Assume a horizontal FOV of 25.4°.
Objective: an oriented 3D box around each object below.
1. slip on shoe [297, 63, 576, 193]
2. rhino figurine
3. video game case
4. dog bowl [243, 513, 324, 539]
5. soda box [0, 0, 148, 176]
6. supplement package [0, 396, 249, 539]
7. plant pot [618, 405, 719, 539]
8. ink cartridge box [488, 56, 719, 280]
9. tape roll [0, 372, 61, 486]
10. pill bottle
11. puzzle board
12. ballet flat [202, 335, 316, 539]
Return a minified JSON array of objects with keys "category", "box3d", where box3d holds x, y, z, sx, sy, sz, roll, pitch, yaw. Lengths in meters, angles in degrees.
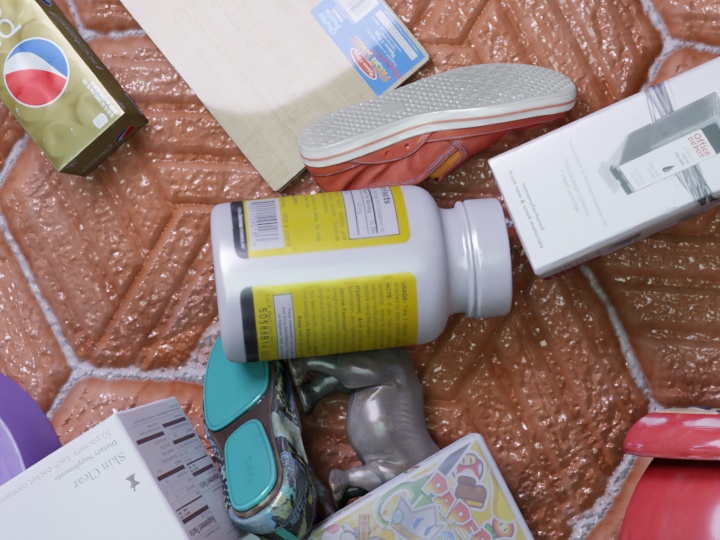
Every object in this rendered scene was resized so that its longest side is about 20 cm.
[{"category":"slip on shoe","box3d":[0.057,-0.097,1.129,0.199,0.074,0.061,-17,122,3]},{"category":"rhino figurine","box3d":[0.019,0.142,1.130,0.087,0.060,0.201,-19,89,-5]},{"category":"video game case","box3d":[0.049,0.242,1.089,0.181,0.023,0.201,-28,93,-15]},{"category":"dog bowl","box3d":[-0.089,0.260,1.140,0.199,0.079,0.202,0,90,9]},{"category":"soda box","box3d":[-0.248,-0.167,1.171,0.068,0.064,0.200,-40,84,7]},{"category":"supplement package","box3d":[-0.192,0.184,1.035,0.199,0.156,0.111,-33,86,6]},{"category":"plant pot","box3d":[0.262,0.181,1.026,0.199,0.200,0.184,1,87,9]},{"category":"ink cartridge box","box3d":[0.195,-0.071,1.060,0.199,0.147,0.083,-24,85,7]},{"category":"tape roll","box3d":[-0.322,0.166,1.174,0.198,0.085,0.202,0,89,9]},{"category":"pill bottle","box3d":[0.000,0.000,1.097,0.198,0.111,0.112,-5,89,-3]},{"category":"puzzle board","box3d":[-0.067,-0.181,1.167,0.151,0.017,0.200,-40,85,6]},{"category":"ballet flat","box3d":[-0.068,0.118,1.110,0.074,0.201,0.075,-4,126,-5]}]
